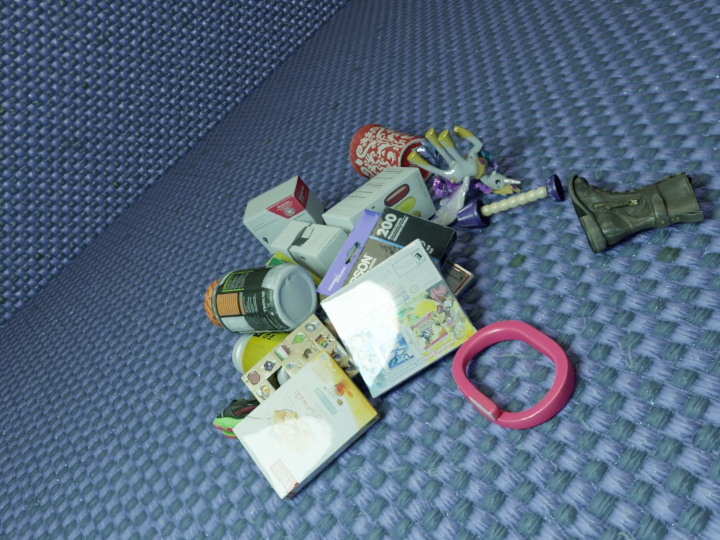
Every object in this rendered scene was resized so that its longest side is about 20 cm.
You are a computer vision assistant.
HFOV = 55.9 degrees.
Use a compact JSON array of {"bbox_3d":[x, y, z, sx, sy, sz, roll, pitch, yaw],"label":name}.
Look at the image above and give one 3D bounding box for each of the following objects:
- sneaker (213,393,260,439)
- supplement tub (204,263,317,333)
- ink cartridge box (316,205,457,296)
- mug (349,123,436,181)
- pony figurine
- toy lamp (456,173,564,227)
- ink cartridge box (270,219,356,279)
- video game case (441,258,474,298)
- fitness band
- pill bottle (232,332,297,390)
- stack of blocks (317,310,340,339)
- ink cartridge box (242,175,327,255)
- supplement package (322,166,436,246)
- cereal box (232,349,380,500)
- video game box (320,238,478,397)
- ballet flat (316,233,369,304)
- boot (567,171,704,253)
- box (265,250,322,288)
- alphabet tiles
[{"bbox_3d":[-0.190,0.260,1.220,0.199,0.077,0.084,-5,47,44],"label":"sneaker"},{"bbox_3d":[-0.188,0.055,1.256,0.199,0.123,0.123,-6,43,38],"label":"supplement tub"},{"bbox_3d":[0.044,-0.017,1.214,0.199,0.043,0.199,19,67,24],"label":"ink cartridge box"},{"bbox_3d":[0.093,-0.288,1.620,0.178,0.134,0.200,-46,33,-11],"label":"mug"},{"bbox_3d":[0.194,-0.190,1.340,0.193,0.200,0.167,-24,35,54],"label":"pony figurine"},{"bbox_3d":[0.273,-0.123,1.259,0.199,0.058,0.058,-15,37,32],"label":"toy lamp"},{"bbox_3d":[-0.078,-0.019,1.413,0.084,0.145,0.200,-49,31,-18],"label":"ink cartridge box"},{"bbox_3d":[0.086,0.047,1.202,0.143,0.017,0.200,35,73,30],"label":"video game case"},{"bbox_3d":[0.215,0.145,0.970,0.143,0.037,0.200,-39,30,-6],"label":"fitness band"},{"bbox_3d":[-0.154,0.168,1.269,0.200,0.113,0.113,3,49,50],"label":"pill bottle"},{"bbox_3d":[0.026,0.048,1.291,0.200,0.059,0.115,-48,31,-17],"label":"stack of blocks"},{"bbox_3d":[-0.145,-0.094,1.542,0.145,0.200,0.084,-25,36,23],"label":"ink cartridge box"},{"bbox_3d":[0.042,-0.120,1.423,0.200,0.114,0.109,-39,28,-22],"label":"supplement package"},{"bbox_3d":[-0.087,0.245,1.089,0.200,0.040,0.144,-41,66,-5],"label":"cereal box"},{"bbox_3d":[0.063,0.078,1.108,0.200,0.047,0.183,-33,74,10],"label":"video game box"},{"bbox_3d":[0.000,0.000,1.279,0.065,0.071,0.200,34,76,31],"label":"ballet flat"},{"bbox_3d":[0.430,-0.111,1.069,0.173,0.069,0.200,-22,37,17],"label":"boot"},{"bbox_3d":[-0.147,0.038,1.355,0.048,0.117,0.200,-58,4,-31],"label":"box"},{"bbox_3d":[-0.080,0.197,1.132,0.167,0.008,0.200,-41,67,-5],"label":"alphabet tiles"}]
